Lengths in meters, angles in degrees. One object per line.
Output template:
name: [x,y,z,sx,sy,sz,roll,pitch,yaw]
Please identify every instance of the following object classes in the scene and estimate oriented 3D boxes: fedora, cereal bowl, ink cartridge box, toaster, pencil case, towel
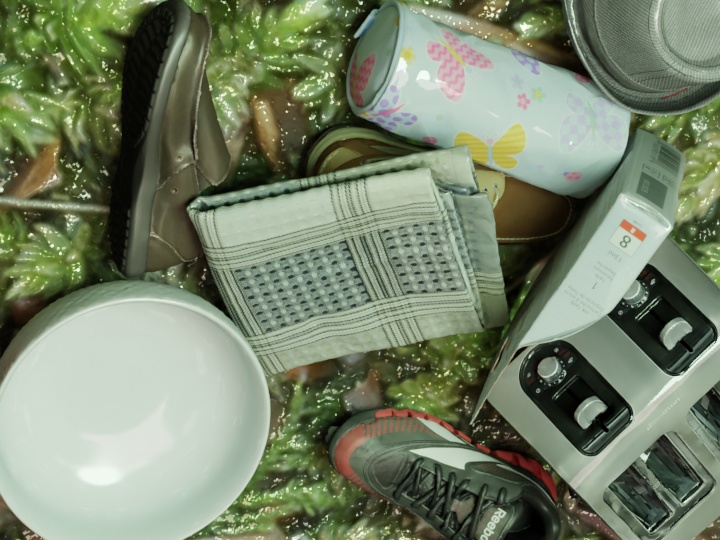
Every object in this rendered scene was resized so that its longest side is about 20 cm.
fedora: [0.230,-0.202,1.515,0.177,0.090,0.201,38,79,-24]
cereal bowl: [-0.167,0.094,1.565,0.199,0.083,0.201,-7,115,-15]
ink cartridge box: [0.154,0.012,1.559,0.050,0.162,0.201,29,112,0]
toaster: [0.214,0.100,1.639,0.181,0.119,0.200,-42,138,1]
pencil case: [0.090,-0.119,1.545,0.199,0.091,0.083,17,145,-23]
towel: [0.000,0.000,1.542,0.199,0.035,0.193,-12,139,6]

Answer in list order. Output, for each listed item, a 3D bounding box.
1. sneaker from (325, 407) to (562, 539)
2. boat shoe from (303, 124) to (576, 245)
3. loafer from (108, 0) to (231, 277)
sneaker: [0.069,0.162,1.659,0.200,0.098,0.071,23,107,-23]
boat shoe: [0.059,-0.048,1.575,0.199,0.074,0.076,7,111,-19]
loafer: [-0.123,-0.090,1.510,0.071,0.073,0.201,0,122,-22]
